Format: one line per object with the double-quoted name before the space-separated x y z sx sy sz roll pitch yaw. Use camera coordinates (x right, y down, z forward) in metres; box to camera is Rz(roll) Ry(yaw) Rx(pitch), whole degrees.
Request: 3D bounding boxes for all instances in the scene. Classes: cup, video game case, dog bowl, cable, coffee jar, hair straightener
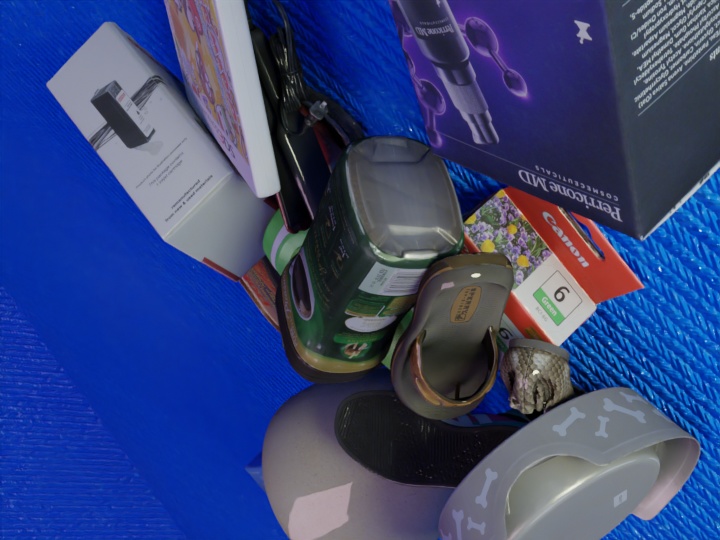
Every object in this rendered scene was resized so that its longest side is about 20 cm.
"cup" 0.028 0.172 1.111 0.201 0.200 0.143 49 133 0
"video game case" -0.116 -0.180 0.887 0.182 0.023 0.202 -129 24 -51
"dog bowl" 0.142 0.160 0.840 0.059 0.198 0.201 55 163 30
"cable" -0.068 -0.136 0.943 0.200 0.050 0.097 50 153 0
"coffee jar" 0.000 0.000 0.857 0.200 0.084 0.105 122 140 -54
"hair straightener" -0.047 -0.127 0.886 0.076 0.041 0.203 -1 106 46

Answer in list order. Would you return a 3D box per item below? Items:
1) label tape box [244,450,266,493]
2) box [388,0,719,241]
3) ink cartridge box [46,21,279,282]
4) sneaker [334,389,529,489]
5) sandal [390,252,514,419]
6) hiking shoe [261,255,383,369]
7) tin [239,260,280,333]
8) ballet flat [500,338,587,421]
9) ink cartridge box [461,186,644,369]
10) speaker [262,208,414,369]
"label tape box" -0.063 0.334 1.676 0.201 0.063 0.144 52 158 -6
"box" 0.094 -0.137 0.557 0.147 0.104 0.201 27 149 42
"ink cartridge box" -0.163 -0.102 1.039 0.200 0.084 0.144 50 -175 24
"sneaker" 0.086 0.148 1.004 0.198 0.085 0.121 12 174 25
"sandal" 0.069 0.059 0.816 0.201 0.081 0.055 103 156 -56
"hiking shoe" -0.033 0.013 1.109 0.201 0.075 0.101 53 169 17
"tin" -0.101 -0.008 1.233 0.201 0.042 0.112 56 154 -14
"ballet flat" 0.137 0.099 0.863 0.067 0.047 0.200 8 162 19
"ink cartridge box" 0.104 0.006 0.839 0.109 0.050 0.200 51 159 -1
"speaker" 0.010 0.017 0.996 0.200 0.088 0.089 40 157 22
